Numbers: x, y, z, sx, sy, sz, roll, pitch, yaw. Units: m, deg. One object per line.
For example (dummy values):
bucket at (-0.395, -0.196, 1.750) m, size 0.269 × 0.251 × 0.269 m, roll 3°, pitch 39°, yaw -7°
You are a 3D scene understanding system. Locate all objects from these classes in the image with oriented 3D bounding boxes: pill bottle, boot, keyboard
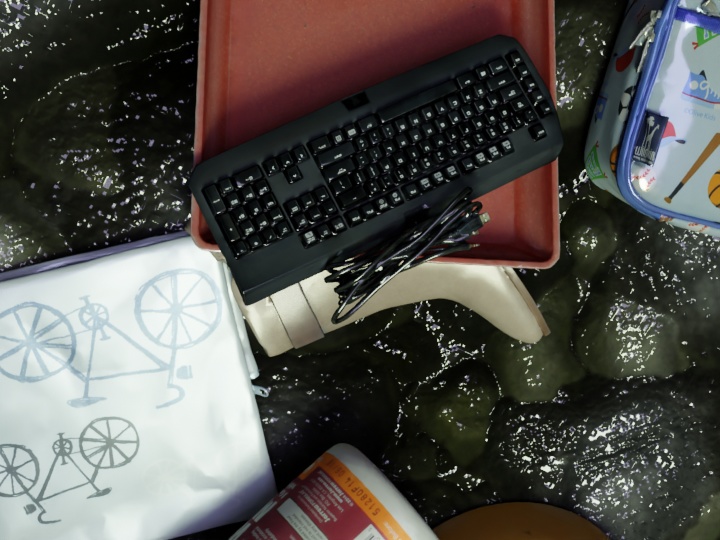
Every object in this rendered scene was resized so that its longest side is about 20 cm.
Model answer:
pill bottle at (-0.049, 0.208, 0.695) m, size 0.200 × 0.109 × 0.110 m, roll -40°, pitch 110°, yaw -13°
boot at (0.000, 0.000, 0.680) m, size 0.146 × 0.070 × 0.201 m, roll -38°, pitch 96°, yaw -5°
keyboard at (0.021, -0.049, 0.592) m, size 0.199 × 0.040 × 0.105 m, roll -26°, pitch 84°, yaw -14°

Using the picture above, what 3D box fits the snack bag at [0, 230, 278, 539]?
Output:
snack bag at (-0.150, 0.085, 0.710) m, size 0.187 × 0.021 × 0.202 m, roll -14°, pitch 108°, yaw -5°

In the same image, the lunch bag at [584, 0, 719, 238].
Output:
lunch bag at (0.238, -0.099, 0.697) m, size 0.198 × 0.076 × 0.162 m, roll 14°, pitch 101°, yaw -15°

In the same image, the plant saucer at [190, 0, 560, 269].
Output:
plant saucer at (0.009, -0.101, 0.638) m, size 0.198 × 0.037 × 0.202 m, roll 3°, pitch 78°, yaw -10°

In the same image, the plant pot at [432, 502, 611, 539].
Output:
plant pot at (0.115, 0.279, 0.729) m, size 0.198 × 0.183 × 0.202 m, roll -3°, pitch 107°, yaw -9°
